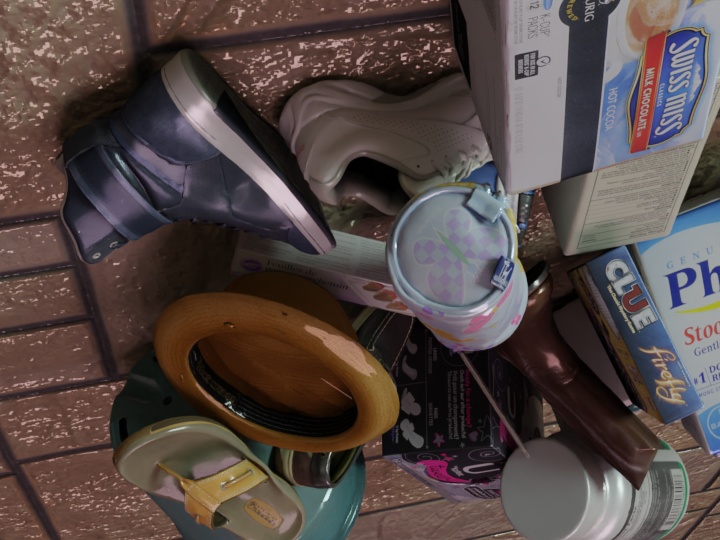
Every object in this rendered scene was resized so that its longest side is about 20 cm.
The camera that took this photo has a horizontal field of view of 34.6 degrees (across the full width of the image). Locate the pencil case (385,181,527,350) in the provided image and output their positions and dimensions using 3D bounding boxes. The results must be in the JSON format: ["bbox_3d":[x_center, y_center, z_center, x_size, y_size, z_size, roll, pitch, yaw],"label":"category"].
[{"bbox_3d":[0.071,0.002,0.791,0.083,0.091,0.200,21,173,13],"label":"pencil case"}]

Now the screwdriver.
[{"bbox_3d":[0.095,0.086,1.039,0.029,0.201,0.028,-19,-165,49],"label":"screwdriver"}]

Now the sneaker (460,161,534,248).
[{"bbox_3d":[0.093,-0.035,0.941,0.076,0.076,0.200,15,153,5],"label":"sneaker"}]

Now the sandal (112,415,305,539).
[{"bbox_3d":[-0.110,0.180,0.927,0.080,0.054,0.200,-42,127,7],"label":"sandal"}]

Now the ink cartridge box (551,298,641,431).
[{"bbox_3d":[0.269,0.067,1.119,0.200,0.117,0.067,-35,152,32],"label":"ink cartridge box"}]

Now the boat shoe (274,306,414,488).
[{"bbox_3d":[0.002,0.110,1.019,0.064,0.201,0.073,13,150,36],"label":"boat shoe"}]

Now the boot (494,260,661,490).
[{"bbox_3d":[0.188,0.093,0.964,0.064,0.200,0.186,-39,172,-6],"label":"boot"}]

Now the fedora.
[{"bbox_3d":[-0.059,0.062,0.899,0.199,0.082,0.201,11,140,9],"label":"fedora"}]

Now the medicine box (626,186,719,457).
[{"bbox_3d":[0.337,0.026,0.982,0.181,0.201,0.103,-21,-175,6],"label":"medicine box"}]

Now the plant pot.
[{"bbox_3d":[-0.121,0.165,1.066,0.199,0.201,0.196,-20,142,11],"label":"plant pot"}]

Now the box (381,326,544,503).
[{"bbox_3d":[0.109,0.147,1.156,0.114,0.133,0.200,-10,153,22],"label":"box"}]

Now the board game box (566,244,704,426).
[{"bbox_3d":[0.222,0.051,0.956,0.034,0.136,0.200,-26,176,5],"label":"board game box"}]

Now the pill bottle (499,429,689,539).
[{"bbox_3d":[0.226,0.209,1.111,0.113,0.114,0.199,-34,152,31],"label":"pill bottle"}]

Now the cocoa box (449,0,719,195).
[{"bbox_3d":[0.125,-0.162,0.657,0.130,0.134,0.200,-15,151,0],"label":"cocoa box"}]

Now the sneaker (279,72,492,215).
[{"bbox_3d":[0.048,-0.077,0.799,0.198,0.100,0.078,-8,147,-12],"label":"sneaker"}]

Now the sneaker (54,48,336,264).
[{"bbox_3d":[-0.116,-0.046,0.792,0.146,0.077,0.202,-34,137,11],"label":"sneaker"}]

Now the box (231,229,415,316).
[{"bbox_3d":[0.000,0.000,0.908,0.198,0.042,0.039,13,146,-7],"label":"box"}]

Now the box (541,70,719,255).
[{"bbox_3d":[0.194,-0.100,0.848,0.094,0.078,0.200,-11,150,-7],"label":"box"}]
